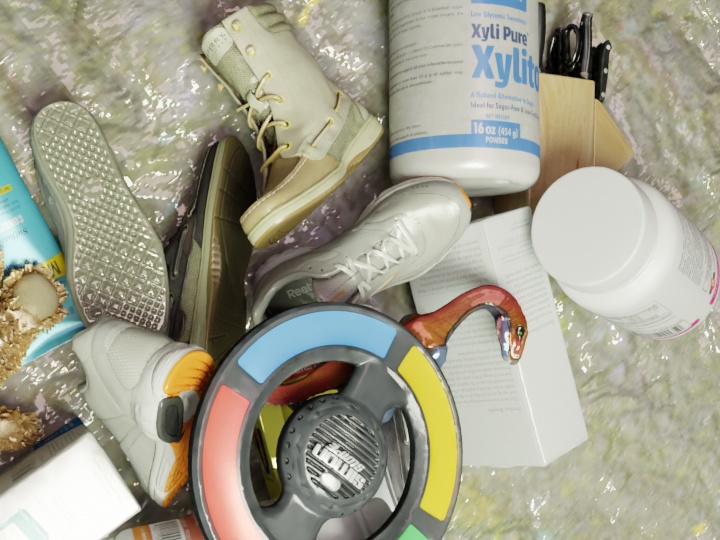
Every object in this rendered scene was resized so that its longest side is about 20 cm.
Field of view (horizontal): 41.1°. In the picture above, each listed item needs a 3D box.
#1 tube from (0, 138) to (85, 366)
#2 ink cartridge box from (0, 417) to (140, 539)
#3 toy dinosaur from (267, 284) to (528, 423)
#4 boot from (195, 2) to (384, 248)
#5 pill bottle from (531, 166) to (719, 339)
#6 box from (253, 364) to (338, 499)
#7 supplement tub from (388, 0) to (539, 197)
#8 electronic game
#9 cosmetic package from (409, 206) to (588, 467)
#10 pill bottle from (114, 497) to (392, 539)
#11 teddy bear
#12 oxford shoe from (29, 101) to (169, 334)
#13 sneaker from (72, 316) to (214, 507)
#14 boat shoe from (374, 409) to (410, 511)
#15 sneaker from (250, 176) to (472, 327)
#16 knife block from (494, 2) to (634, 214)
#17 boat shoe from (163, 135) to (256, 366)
[{"bbox_3d":[-0.267,-0.033,0.714,0.076,0.050,0.203,-25,102,-10],"label":"tube"},{"bbox_3d":[-0.258,0.191,0.661,0.199,0.116,0.068,-36,99,-19],"label":"ink cartridge box"},{"bbox_3d":[0.038,0.069,0.709,0.181,0.200,0.105,-42,64,5],"label":"toy dinosaur"},{"bbox_3d":[-0.073,-0.119,0.746,0.155,0.072,0.201,49,38,-10],"label":"boot"},{"bbox_3d":[0.228,-0.013,0.820,0.199,0.112,0.116,22,76,-54],"label":"pill bottle"},{"bbox_3d":[-0.043,0.155,0.782,0.074,0.050,0.204,-15,92,-21],"label":"box"},{"bbox_3d":[0.087,-0.170,0.812,0.129,0.132,0.204,1,87,-21],"label":"supplement tub"},{"bbox_3d":[-0.018,0.122,0.634,0.197,0.041,0.204,3,83,-27],"label":"electronic game"},{"bbox_3d":[0.113,0.058,0.815,0.071,0.101,0.204,-16,93,-42],"label":"cosmetic package"},{"bbox_3d":[-0.070,0.224,0.685,0.196,0.112,0.115,-7,89,-18],"label":"pill bottle"},{"bbox_3d":[-0.291,0.073,0.678,0.143,0.066,0.204,14,89,-31],"label":"teddy bear"},{"bbox_3d":[-0.196,-0.027,0.723,0.074,0.058,0.203,-20,86,-23],"label":"oxford shoe"},{"bbox_3d":[-0.153,0.094,0.679,0.091,0.201,0.076,29,56,12],"label":"sneaker"},{"bbox_3d":[0.036,0.186,0.799,0.067,0.074,0.203,-15,83,-12],"label":"boat shoe"},{"bbox_3d":[0.000,0.000,0.745,0.198,0.092,0.076,-30,105,12],"label":"sneaker"},{"bbox_3d":[0.157,-0.140,0.873,0.200,0.064,0.176,-44,101,-18],"label":"knife block"},{"bbox_3d":[-0.125,-0.008,0.752,0.065,0.072,0.205,-4,71,20],"label":"boat shoe"}]
